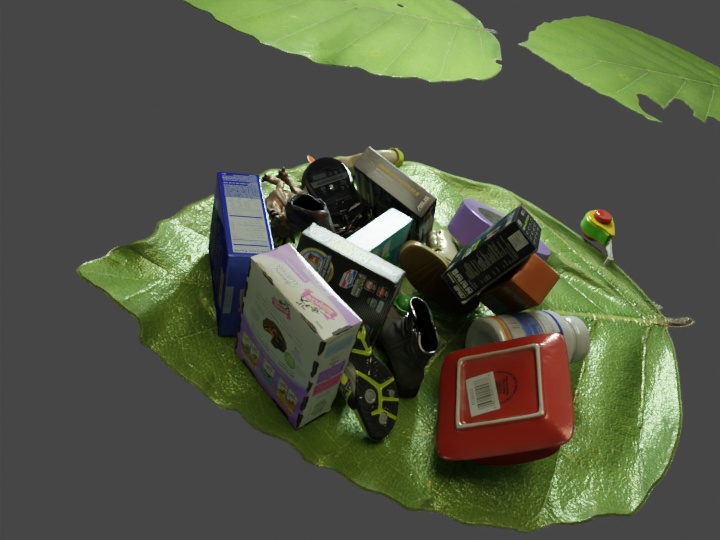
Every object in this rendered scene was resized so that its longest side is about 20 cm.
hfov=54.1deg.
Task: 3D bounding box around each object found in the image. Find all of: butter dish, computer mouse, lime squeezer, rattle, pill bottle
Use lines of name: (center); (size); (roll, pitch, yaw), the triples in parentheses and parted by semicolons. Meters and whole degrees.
butter dish: (0.226, 0.215, 1.052); (0.198, 0.148, 0.201); (-14, 40, 21)
computer mouse: (-0.048, -0.120, 1.288); (0.137, 0.053, 0.201); (-15, 57, -5)
lime squeezer: (0.079, 0.040, 1.231); (0.200, 0.070, 0.038); (44, 24, -32)
rattle: (-0.004, -0.180, 1.482); (0.198, 0.145, 0.130); (-9, 13, -12)
pill bottle: (0.287, 0.126, 1.196); (0.198, 0.113, 0.113); (-3, 45, -28)

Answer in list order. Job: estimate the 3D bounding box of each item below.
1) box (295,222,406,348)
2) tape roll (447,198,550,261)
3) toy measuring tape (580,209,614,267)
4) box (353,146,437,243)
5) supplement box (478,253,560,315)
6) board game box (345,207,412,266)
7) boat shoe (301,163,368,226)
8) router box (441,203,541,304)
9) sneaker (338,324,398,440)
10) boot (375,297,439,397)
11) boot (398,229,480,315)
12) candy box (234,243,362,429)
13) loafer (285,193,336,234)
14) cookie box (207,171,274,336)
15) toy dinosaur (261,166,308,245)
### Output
box: (-0.039, 0.051, 1.065); (0.159, 0.201, 0.044); (28, 34, 8)
tape roll: (0.271, -0.062, 1.386); (0.199, 0.066, 0.200); (27, 20, -10)
toy measuring tape: (0.528, -0.081, 1.574); (0.073, 0.074, 0.201); (22, 39, 2)
box: (0.065, -0.129, 1.322); (0.158, 0.200, 0.048); (39, 79, 13)
supplement box: (0.266, 0.029, 1.215); (0.069, 0.200, 0.067); (40, 78, -1)
board game box: (0.000, 0.000, 1.180); (0.047, 0.152, 0.200); (32, 40, 20)
boat shoe: (-0.051, -0.143, 1.395); (0.066, 0.072, 0.201); (21, 20, -44)
router box: (0.225, -0.032, 1.191); (0.062, 0.150, 0.200); (51, 20, 0)
sneaker: (-0.008, 0.152, 1.035); (0.075, 0.076, 0.202); (-21, 90, -40)
boot: (0.072, 0.087, 1.128); (0.069, 0.132, 0.201); (-3, 45, -25)
boot: (0.133, -0.024, 1.287); (0.199, 0.073, 0.156); (35, 29, -32)
candy box: (-0.095, 0.093, 0.992); (0.071, 0.201, 0.168); (-22, 56, -36)
loafer: (-0.079, -0.097, 1.149); (0.071, 0.064, 0.200); (-8, 26, -14)
cookie box: (-0.191, -0.026, 1.113); (0.074, 0.172, 0.201); (1, 44, -18)
toy dinosaur: (-0.128, -0.115, 1.313); (0.135, 0.086, 0.199); (38, 38, 20)
